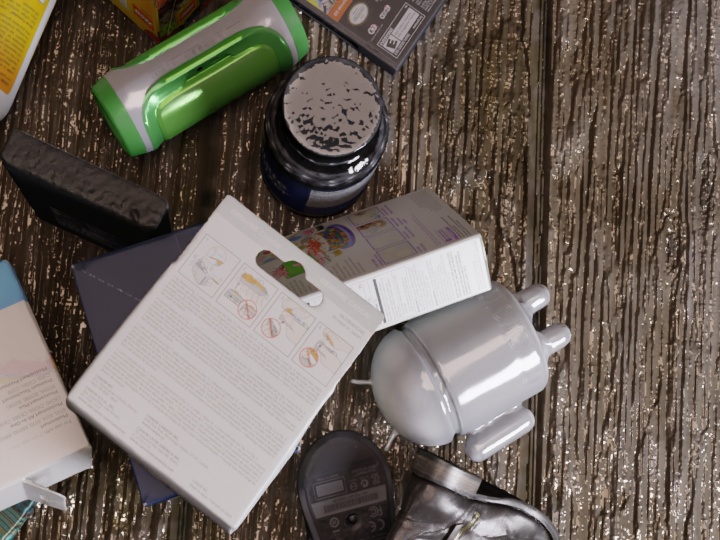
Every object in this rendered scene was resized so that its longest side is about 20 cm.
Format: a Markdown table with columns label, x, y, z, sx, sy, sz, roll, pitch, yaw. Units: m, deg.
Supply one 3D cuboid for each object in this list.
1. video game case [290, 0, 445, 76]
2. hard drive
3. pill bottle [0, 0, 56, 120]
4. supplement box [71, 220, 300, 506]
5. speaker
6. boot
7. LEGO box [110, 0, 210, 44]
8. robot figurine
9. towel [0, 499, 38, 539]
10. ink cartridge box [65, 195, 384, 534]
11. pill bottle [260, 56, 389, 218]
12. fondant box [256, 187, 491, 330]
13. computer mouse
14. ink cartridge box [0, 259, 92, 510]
| label | x | y | z | sx | sy | sz | roll | pitch | yaw |
| --- | --- | --- | --- | --- | --- | --- | --- | --- | --- |
| video game case | 0.015 | -0.326 | 1.266 | 0.180 | 0.026 | 0.201 | 34 | 80 | 0 |
| hard drive | -0.230 | -0.054 | 1.104 | 0.138 | 0.200 | 0.033 | 25 | 79 | -2 |
| pill bottle | -0.358 | -0.204 | 1.160 | 0.110 | 0.111 | 0.203 | 21 | 79 | -2 |
| supplement box | -0.147 | 0.084 | 1.091 | 0.132 | 0.200 | 0.203 | -17 | 83 | -9 |
| speaker | -0.150 | -0.189 | 1.194 | 0.199 | 0.088 | 0.089 | -32 | 85 | -10 |
| boot | 0.074 | 0.267 | 1.132 | 0.199 | 0.069 | 0.176 | 31 | 82 | -30 |
| LEGO box | -0.232 | -0.320 | 1.174 | 0.200 | 0.149 | 0.077 | 42 | 79 | 1 |
| robot figurine | 0.092 | 0.085 | 1.161 | 0.198 | 0.113 | 0.171 | -28 | 79 | -10 |
| towel | -0.395 | 0.235 | 1.131 | 0.146 | 0.022 | 0.201 | 37 | 79 | 0 |
| ink cartridge box | -0.102 | 0.072 | 0.977 | 0.162 | 0.057 | 0.201 | 37 | 71 | 1 |
| pill bottle | -0.033 | -0.119 | 1.137 | 0.110 | 0.200 | 0.114 | 1 | 81 | -6 |
| fondant box | 0.000 | 0.000 | 1.148 | 0.197 | 0.144 | 0.059 | -18 | 114 | -9 |
| computer mouse | -0.013 | 0.243 | 1.160 | 0.136 | 0.053 | 0.203 | -8 | 94 | -10 |
| ink cartridge box | -0.316 | 0.120 | 1.091 | 0.124 | 0.129 | 0.202 | -23 | 79 | -17 |
